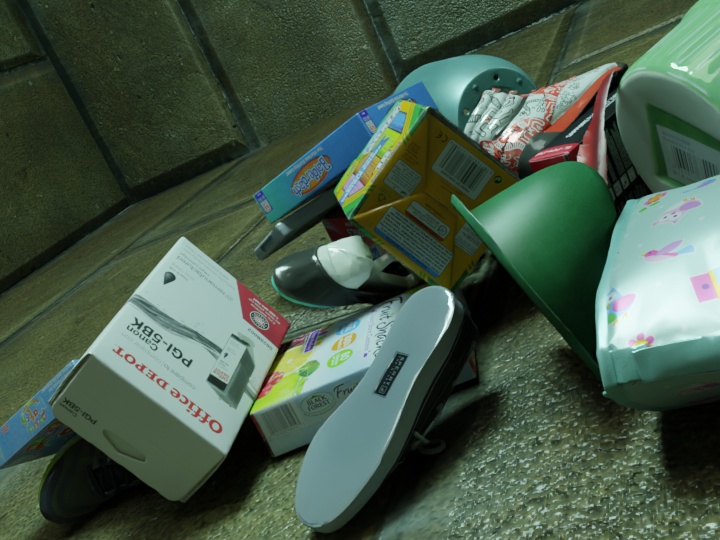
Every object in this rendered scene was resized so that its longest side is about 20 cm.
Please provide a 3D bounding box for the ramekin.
[{"bbox_3d":[0.299,-0.113,0.655,0.097,0.201,0.200,-35,17,-6],"label":"ramekin"}]

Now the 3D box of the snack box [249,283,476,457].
[{"bbox_3d":[0.006,0.083,0.757,0.198,0.054,0.143,-23,17,13],"label":"snack box"}]

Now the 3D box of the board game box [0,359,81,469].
[{"bbox_3d":[-0.255,0.132,0.835,0.151,0.037,0.199,-39,-16,24],"label":"board game box"}]

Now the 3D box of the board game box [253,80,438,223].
[{"bbox_3d":[-0.018,-0.141,0.983,0.199,0.045,0.152,-30,6,42],"label":"board game box"}]

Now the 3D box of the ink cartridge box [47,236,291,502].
[{"bbox_3d":[-0.164,0.084,0.749,0.083,0.146,0.201,-44,13,30],"label":"ink cartridge box"}]

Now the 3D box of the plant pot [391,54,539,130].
[{"bbox_3d":[0.149,-0.185,1.058,0.199,0.203,0.161,-31,11,-15],"label":"plant pot"}]

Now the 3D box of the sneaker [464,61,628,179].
[{"bbox_3d":[0.192,-0.175,0.854,0.107,0.068,0.201,30,57,28],"label":"sneaker"}]

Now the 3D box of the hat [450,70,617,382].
[{"bbox_3d":[0.176,-0.052,0.584,0.176,0.201,0.165,-41,-23,8],"label":"hat"}]

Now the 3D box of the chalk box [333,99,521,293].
[{"bbox_3d":[0.058,-0.081,0.804,0.125,0.124,0.200,-53,13,7],"label":"chalk box"}]

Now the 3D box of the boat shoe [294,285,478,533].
[{"bbox_3d":[0.026,0.111,0.614,0.073,0.068,0.201,8,62,46],"label":"boat shoe"}]

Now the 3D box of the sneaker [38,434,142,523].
[{"bbox_3d":[-0.220,0.178,0.794,0.199,0.075,0.081,-34,21,-17],"label":"sneaker"}]

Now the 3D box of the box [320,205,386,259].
[{"bbox_3d":[0.046,-0.045,0.999,0.095,0.101,0.199,-34,18,-22],"label":"box"}]

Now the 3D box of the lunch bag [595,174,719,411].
[{"bbox_3d":[0.239,0.012,0.493,0.168,0.123,0.200,-15,14,32],"label":"lunch bag"}]

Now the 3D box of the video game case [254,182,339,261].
[{"bbox_3d":[-0.045,-0.087,1.099,0.199,0.022,0.182,-36,2,-19],"label":"video game case"}]

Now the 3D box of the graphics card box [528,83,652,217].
[{"bbox_3d":[0.250,-0.096,0.793,0.051,0.127,0.200,-7,26,50],"label":"graphics card box"}]

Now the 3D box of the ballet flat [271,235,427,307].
[{"bbox_3d":[0.000,0.000,0.824,0.198,0.068,0.069,8,-47,-46],"label":"ballet flat"}]
